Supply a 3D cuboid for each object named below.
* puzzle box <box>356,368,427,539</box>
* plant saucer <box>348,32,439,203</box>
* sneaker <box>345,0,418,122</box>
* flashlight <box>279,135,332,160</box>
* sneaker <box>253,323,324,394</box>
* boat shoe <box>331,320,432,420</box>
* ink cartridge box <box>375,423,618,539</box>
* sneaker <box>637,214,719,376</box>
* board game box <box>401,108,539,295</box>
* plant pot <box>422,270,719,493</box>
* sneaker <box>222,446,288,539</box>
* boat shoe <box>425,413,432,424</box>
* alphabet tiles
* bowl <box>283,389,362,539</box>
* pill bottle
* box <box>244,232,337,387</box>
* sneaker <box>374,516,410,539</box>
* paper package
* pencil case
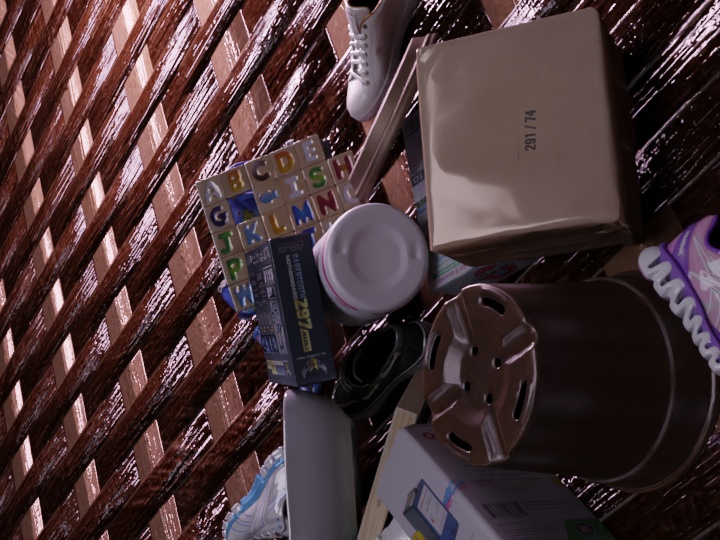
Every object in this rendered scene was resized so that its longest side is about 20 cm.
[{"bbox_3d":[0.035,0.219,1.363,0.133,0.025,0.203,-50,-23,-72],"label":"puzzle box"},{"bbox_3d":[0.033,-0.171,1.387,0.200,0.029,0.203,-154,89,-88],"label":"plant saucer"},{"bbox_3d":[0.005,-0.277,1.492,0.073,0.084,0.203,39,119,48],"label":"sneaker"},{"bbox_3d":[-0.055,-0.062,1.574,0.068,0.067,0.204,-29,67,59],"label":"flashlight"},{"bbox_3d":[-0.092,0.088,1.569,0.076,0.077,0.202,93,161,-57],"label":"sneaker"},{"bbox_3d":[0.009,0.112,1.450,0.200,0.063,0.072,-45,50,45],"label":"boat shoe"},{"bbox_3d":[0.127,0.234,1.193,0.200,0.143,0.089,48,124,46],"label":"ink cartridge box"},{"bbox_3d":[0.310,0.032,1.023,0.089,0.080,0.201,-45,51,21],"label":"sneaker"},{"bbox_3d":[0.121,-0.093,1.317,0.147,0.063,0.203,-33,58,50],"label":"board game box"},{"bbox_3d":[0.172,0.092,1.103,0.199,0.196,0.204,-12,75,54],"label":"plant pot"},{"bbox_3d":[-0.110,0.314,1.596,0.087,0.074,0.201,55,130,35],"label":"sneaker"},{"bbox_3d":[0.088,0.203,1.336,0.067,0.073,0.202,-110,42,-64],"label":"boat shoe"},{"bbox_3d":[-0.085,-0.063,1.527,0.197,0.008,0.170,-21,81,7],"label":"alphabet tiles"},{"bbox_3d":[-0.039,0.235,1.417,0.200,0.073,0.204,77,-171,-78],"label":"bowl"},{"bbox_3d":[0.000,0.000,1.389,0.200,0.111,0.116,142,128,-76],"label":"pill bottle"},{"bbox_3d":[-0.081,0.047,1.414,0.200,0.050,0.161,162,98,-77],"label":"box"},{"bbox_3d":[0.018,0.313,1.286,0.070,0.079,0.203,-97,26,-83],"label":"sneaker"},{"bbox_3d":[0.155,-0.116,1.172,0.188,0.103,0.204,-9,77,22],"label":"paper package"},{"bbox_3d":[-0.141,-0.039,1.622,0.078,0.085,0.203,-116,25,-54],"label":"pencil case"}]
